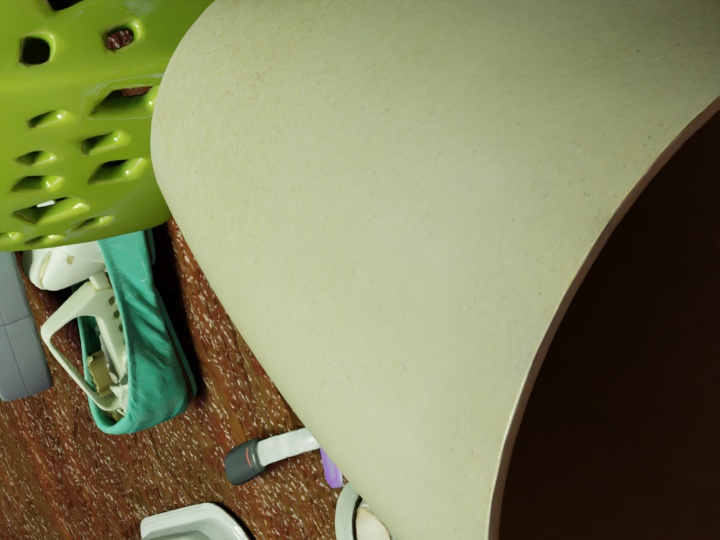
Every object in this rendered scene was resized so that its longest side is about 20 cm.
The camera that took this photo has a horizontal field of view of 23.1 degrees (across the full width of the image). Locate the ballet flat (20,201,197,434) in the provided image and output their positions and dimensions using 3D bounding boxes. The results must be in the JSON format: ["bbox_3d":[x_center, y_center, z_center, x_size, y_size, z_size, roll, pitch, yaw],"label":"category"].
[{"bbox_3d":[-0.141,0.007,0.936,0.067,0.070,0.202,25,137,45],"label":"ballet flat"}]

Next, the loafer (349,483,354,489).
[{"bbox_3d":[0.000,0.000,0.707,0.070,0.070,0.202,17,131,51],"label":"loafer"}]

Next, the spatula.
[{"bbox_3d":[-0.042,0.091,0.905,0.200,0.020,0.057,150,110,-65],"label":"spatula"}]

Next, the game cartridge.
[{"bbox_3d":[-0.211,-0.003,0.999,0.200,0.040,0.134,99,148,-67],"label":"game cartridge"}]

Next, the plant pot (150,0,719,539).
[{"bbox_3d":[0.034,-0.013,0.519,0.199,0.187,0.189,32,143,39],"label":"plant pot"}]

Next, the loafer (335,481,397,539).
[{"bbox_3d":[0.048,0.185,0.821,0.063,0.072,0.202,-4,111,51],"label":"loafer"}]

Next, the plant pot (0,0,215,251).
[{"bbox_3d":[-0.169,-0.115,0.711,0.202,0.180,0.199,66,154,11],"label":"plant pot"}]

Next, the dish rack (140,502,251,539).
[{"bbox_3d":[-0.079,0.246,1.102,0.201,0.043,0.171,59,151,-4],"label":"dish rack"}]
